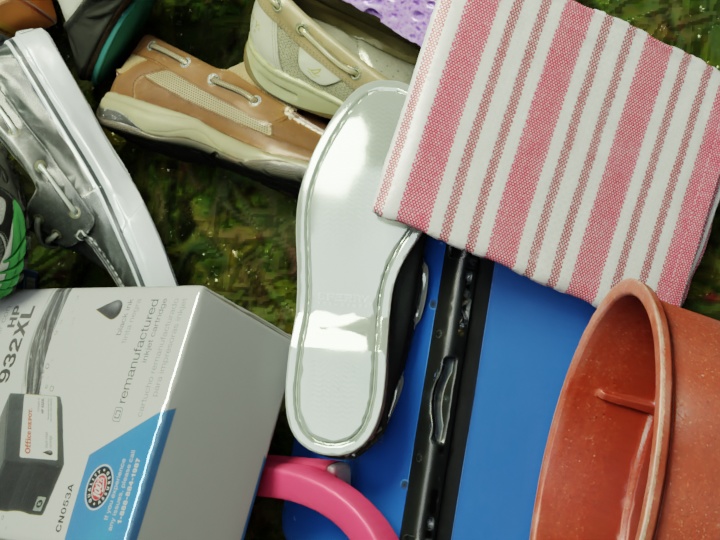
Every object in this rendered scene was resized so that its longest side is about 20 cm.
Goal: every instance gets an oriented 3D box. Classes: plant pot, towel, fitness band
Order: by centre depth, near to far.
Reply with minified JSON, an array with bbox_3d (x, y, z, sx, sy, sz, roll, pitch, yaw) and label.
[{"bbox_3d":[0.199,0.125,0.699,0.193,0.201,0.203,13,86,-5],"label":"plant pot"},{"bbox_3d":[0.109,-0.065,0.777,0.198,0.030,0.148,21,84,-22],"label":"towel"},{"bbox_3d":[-0.053,0.177,0.812,0.198,0.037,0.146,-3,93,36],"label":"fitness band"}]

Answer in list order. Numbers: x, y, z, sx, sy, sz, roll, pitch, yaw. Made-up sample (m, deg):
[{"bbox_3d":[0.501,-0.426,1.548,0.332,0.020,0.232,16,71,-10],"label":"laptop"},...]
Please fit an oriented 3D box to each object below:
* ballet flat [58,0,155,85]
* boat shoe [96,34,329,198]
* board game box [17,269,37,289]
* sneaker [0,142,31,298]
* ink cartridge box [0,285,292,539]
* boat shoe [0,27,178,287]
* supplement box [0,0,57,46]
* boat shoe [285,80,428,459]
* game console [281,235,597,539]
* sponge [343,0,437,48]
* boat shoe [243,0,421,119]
[{"bbox_3d":[-0.139,-0.181,0.845,0.068,0.200,0.068,41,55,-8],"label":"ballet flat"},{"bbox_3d":[-0.062,-0.093,0.863,0.198,0.076,0.075,18,85,16],"label":"boat shoe"},{"bbox_3d":[-0.275,0.099,0.914,0.134,0.034,0.203,-1,83,15],"label":"board game box"},{"bbox_3d":[-0.255,-0.006,0.820,0.199,0.085,0.079,-35,69,35],"label":"sneaker"},{"bbox_3d":[-0.148,0.090,0.804,0.198,0.083,0.147,-2,66,41],"label":"ink cartridge box"},{"bbox_3d":[-0.173,-0.044,0.871,0.070,0.072,0.201,-30,87,-11],"label":"boat shoe"},{"bbox_3d":[-0.292,-0.151,0.894,0.198,0.069,0.067,-20,80,10],"label":"supplement box"},{"bbox_3d":[0.000,0.000,0.787,0.075,0.060,0.203,14,85,11],"label":"boat shoe"},{"bbox_3d":[0.062,0.076,0.837,0.170,0.118,0.203,5,83,47],"label":"game console"},{"bbox_3d":[0.001,-0.186,0.838,0.199,0.111,0.030,33,121,17],"label":"sponge"},{"bbox_3d":[0.031,-0.111,0.820,0.199,0.063,0.074,23,48,5],"label":"boat shoe"}]
